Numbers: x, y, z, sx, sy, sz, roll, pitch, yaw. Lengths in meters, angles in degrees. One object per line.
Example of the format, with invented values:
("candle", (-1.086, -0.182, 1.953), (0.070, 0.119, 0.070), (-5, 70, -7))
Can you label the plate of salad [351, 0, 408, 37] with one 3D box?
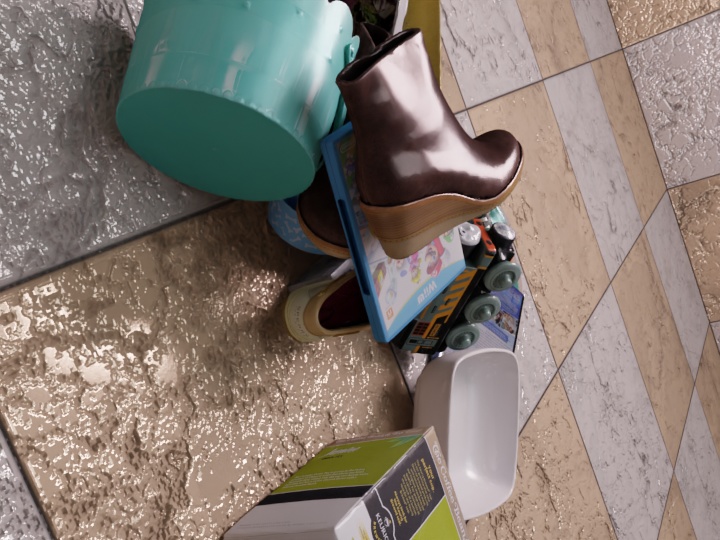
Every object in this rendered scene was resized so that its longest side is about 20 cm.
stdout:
("plate of salad", (0.012, -0.270, 0.834), (0.047, 0.201, 0.203), (9, 61, -10))

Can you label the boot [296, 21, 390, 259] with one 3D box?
("boot", (-0.009, -0.128, 0.723), (0.071, 0.168, 0.201), (10, 37, -14))

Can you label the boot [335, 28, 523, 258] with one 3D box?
("boot", (0.069, -0.124, 0.649), (0.199, 0.072, 0.168), (-38, 128, -33))

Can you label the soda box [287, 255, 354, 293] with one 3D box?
("soda box", (0.000, 0.000, 0.881), (0.200, 0.063, 0.069), (-43, 113, -54))

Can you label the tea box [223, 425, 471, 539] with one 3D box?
("tea box", (0.008, 0.284, 0.710), (0.196, 0.132, 0.203), (-25, 97, -56))

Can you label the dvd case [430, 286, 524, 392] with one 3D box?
("dvd case", (0.172, 0.085, 1.092), (0.142, 0.017, 0.202), (36, 55, -27))

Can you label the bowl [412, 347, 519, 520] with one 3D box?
("bowl", (0.129, 0.197, 0.954), (0.199, 0.074, 0.203), (6, 86, -54))

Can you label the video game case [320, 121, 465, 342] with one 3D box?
("video game case", (0.038, -0.055, 0.710), (0.143, 0.018, 0.202), (-39, 126, -38))

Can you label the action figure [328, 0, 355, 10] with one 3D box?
("action figure", (-0.067, -0.341, 0.928), (0.132, 0.149, 0.203), (-15, 107, -17))

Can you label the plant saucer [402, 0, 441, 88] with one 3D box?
("plant saucer", (0.066, -0.198, 0.868), (0.200, 0.048, 0.203), (78, 14, -71))

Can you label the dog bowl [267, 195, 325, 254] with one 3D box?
("dog bowl", (-0.012, -0.064, 0.833), (0.198, 0.050, 0.112), (3, 42, -32))

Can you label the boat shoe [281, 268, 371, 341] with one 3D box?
("boat shoe", (0.019, 0.024, 0.770), (0.198, 0.066, 0.075), (-25, 103, -29))

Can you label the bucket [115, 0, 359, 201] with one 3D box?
("bucket", (-0.109, -0.161, 0.670), (0.207, 0.205, 0.137), (35, 60, -44))

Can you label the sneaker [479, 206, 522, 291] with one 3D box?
("sneaker", (0.200, -0.028, 1.184), (0.202, 0.071, 0.080), (67, 30, -13))

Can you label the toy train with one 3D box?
("toy train", (0.108, 0.022, 0.908), (0.112, 0.201, 0.086), (6, 42, -25))
